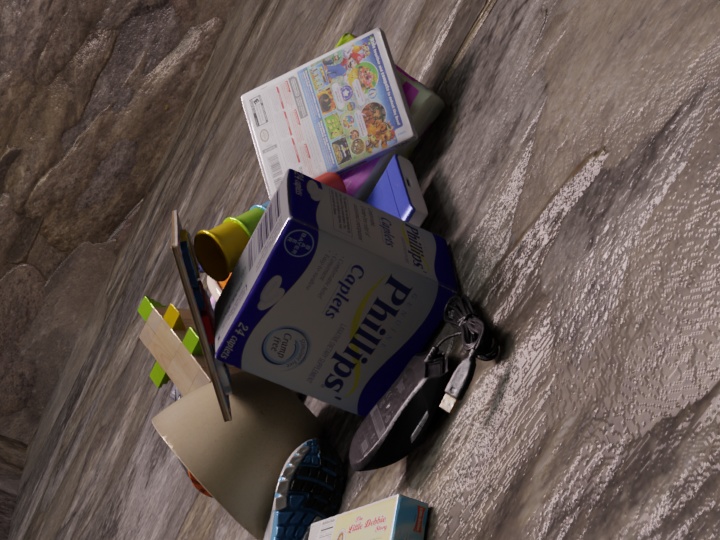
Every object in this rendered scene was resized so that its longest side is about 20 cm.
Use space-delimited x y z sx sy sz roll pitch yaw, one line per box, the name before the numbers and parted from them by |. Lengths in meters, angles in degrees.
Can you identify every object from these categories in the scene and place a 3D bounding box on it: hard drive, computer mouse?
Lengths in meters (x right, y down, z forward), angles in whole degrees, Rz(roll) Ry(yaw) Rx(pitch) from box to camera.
hard drive | 0.007 -0.019 1.315 0.201 0.025 0.133 -58 22 24
computer mouse | 0.067 0.125 1.076 0.201 0.046 0.140 -55 16 3

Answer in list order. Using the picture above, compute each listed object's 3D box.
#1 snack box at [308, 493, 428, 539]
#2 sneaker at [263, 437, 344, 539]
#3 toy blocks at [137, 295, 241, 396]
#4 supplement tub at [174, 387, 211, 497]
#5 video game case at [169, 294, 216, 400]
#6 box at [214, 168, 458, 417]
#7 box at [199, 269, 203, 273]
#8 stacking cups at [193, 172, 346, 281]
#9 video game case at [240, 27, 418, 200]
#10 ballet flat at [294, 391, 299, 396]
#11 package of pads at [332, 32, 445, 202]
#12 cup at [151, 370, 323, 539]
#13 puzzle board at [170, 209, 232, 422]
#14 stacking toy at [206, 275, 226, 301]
snack box | -0.005 0.290 1.098 0.200 0.037 0.118 -36 37 57
sneaker | -0.077 0.283 1.258 0.087 0.074 0.203 152 137 -70
toy blocks | -0.196 0.116 1.518 0.200 0.136 0.101 46 115 35
supplement tub | -0.192 0.215 1.560 0.124 0.121 0.200 -62 21 16
video game case | -0.194 0.102 1.691 0.019 0.142 0.202 29 99 31
box | -0.028 0.029 1.191 0.185 0.198 0.105 -59 21 25
box | -0.132 -0.053 1.575 0.199 0.121 0.033 -31 80 31
stacking cups | -0.096 -0.053 1.291 0.199 0.061 0.060 -30 -9 -40
video game case | -0.040 -0.184 1.372 0.198 0.018 0.145 -22 75 20
ballet flat | -0.120 0.143 1.556 0.068 0.046 0.200 -67 19 3
package of pads | -0.015 -0.171 1.405 0.201 0.154 0.068 -54 -24 8
cup | -0.127 0.197 1.344 0.143 0.201 0.200 -44 18 -7
puzzle board | -0.171 0.045 1.247 0.151 0.017 0.203 -116 12 -71
stacking toy | -0.097 0.002 1.559 0.200 0.146 0.146 -41 23 4
